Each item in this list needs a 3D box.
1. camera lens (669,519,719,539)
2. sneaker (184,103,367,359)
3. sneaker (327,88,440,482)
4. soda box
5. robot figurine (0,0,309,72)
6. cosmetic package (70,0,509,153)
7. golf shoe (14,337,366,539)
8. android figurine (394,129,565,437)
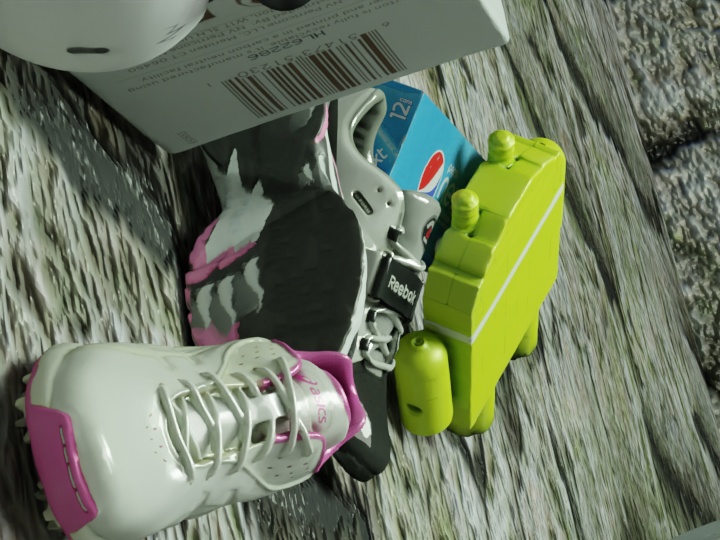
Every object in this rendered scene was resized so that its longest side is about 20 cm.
[{"bbox_3d":[0.360,0.318,2.292,0.160,0.159,0.201,-14,86,-78],"label":"camera lens"},{"bbox_3d":[-0.030,-0.002,1.166,0.087,0.080,0.200,75,11,-46],"label":"sneaker"},{"bbox_3d":[0.000,0.000,1.271,0.074,0.088,0.201,40,35,-71],"label":"sneaker"},{"bbox_3d":[0.019,-0.051,1.427,0.068,0.064,0.200,-68,162,-5],"label":"soda box"},{"bbox_3d":[-0.077,-0.163,0.922,0.125,0.150,0.200,48,63,-36],"label":"robot figurine"},{"bbox_3d":[-0.054,-0.183,1.085,0.166,0.167,0.201,40,33,-69],"label":"cosmetic package"},{"bbox_3d":[-0.057,0.051,0.919,0.200,0.091,0.076,-10,83,-77],"label":"golf shoe"},{"bbox_3d":[0.072,0.004,1.468,0.182,0.041,0.200,-58,159,-29],"label":"android figurine"}]
